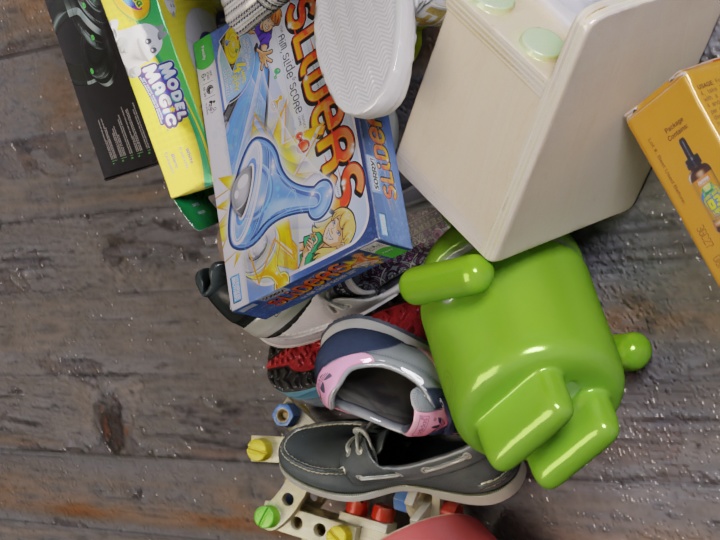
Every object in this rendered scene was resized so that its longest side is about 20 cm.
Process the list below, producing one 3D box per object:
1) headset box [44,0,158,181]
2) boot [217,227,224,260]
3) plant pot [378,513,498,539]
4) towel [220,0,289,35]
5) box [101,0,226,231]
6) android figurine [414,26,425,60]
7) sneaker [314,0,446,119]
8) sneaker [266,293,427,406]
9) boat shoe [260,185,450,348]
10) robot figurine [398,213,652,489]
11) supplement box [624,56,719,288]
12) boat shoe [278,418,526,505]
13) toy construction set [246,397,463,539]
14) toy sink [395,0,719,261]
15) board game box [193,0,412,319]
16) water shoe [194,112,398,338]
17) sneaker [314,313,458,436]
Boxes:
[{"bbox_3d":[-0.146,-0.173,1.811,0.200,0.093,0.174,-13,97,53],"label":"headset box"},{"bbox_3d":[-0.051,-0.034,1.771,0.146,0.070,0.200,-3,111,45],"label":"boot"},{"bbox_3d":[0.068,0.287,1.703,0.177,0.200,0.200,59,143,30],"label":"plant pot"},{"bbox_3d":[-0.046,-0.280,1.486,0.193,0.035,0.200,-33,65,35],"label":"towel"},{"bbox_3d":[-0.117,-0.132,1.650,0.048,0.117,0.200,-16,96,21],"label":"box"},{"bbox_3d":[-0.011,-0.217,1.666,0.182,0.041,0.200,27,125,42],"label":"android figurine"},{"bbox_3d":[0.028,-0.171,1.506,0.074,0.116,0.200,-24,56,32],"label":"sneaker"},{"bbox_3d":[0.035,0.062,1.729,0.200,0.096,0.079,-6,65,33],"label":"sneaker"},{"bbox_3d":[0.000,0.000,1.663,0.200,0.069,0.072,-25,98,20],"label":"boat shoe"},{"bbox_3d":[0.104,0.043,1.548,0.116,0.175,0.200,-45,40,29],"label":"robot figurine"},{"bbox_3d":[0.242,-0.029,1.420,0.067,0.069,0.200,-39,78,51],"label":"supplement box"},{"bbox_3d":[0.023,0.127,1.727,0.200,0.073,0.062,3,139,30],"label":"boat shoe"},{"bbox_3d":[0.000,0.182,1.818,0.200,0.092,0.131,15,94,39],"label":"toy construction set"},{"bbox_3d":[0.121,-0.126,1.470,0.112,0.130,0.200,47,139,27],"label":"toy sink"},{"bbox_3d":[-0.040,-0.085,1.550,0.135,0.034,0.200,-26,63,36],"label":"board game box"},{"bbox_3d":[-0.041,-0.051,1.626,0.079,0.200,0.072,35,155,-17],"label":"water shoe"},{"bbox_3d":[0.064,0.094,1.614,0.200,0.082,0.070,13,121,0],"label":"sneaker"}]
